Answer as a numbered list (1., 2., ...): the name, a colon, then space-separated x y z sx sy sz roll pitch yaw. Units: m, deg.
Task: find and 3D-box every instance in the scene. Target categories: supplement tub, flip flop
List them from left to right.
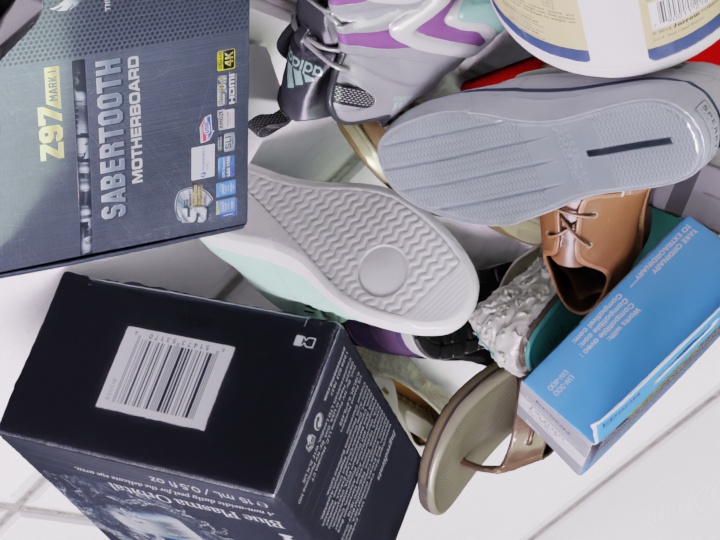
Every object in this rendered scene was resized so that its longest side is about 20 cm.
1. flip flop: 0.117 0.092 1.217 0.199 0.058 0.081 -37 146 -12
2. supplement tub: 0.114 -0.202 0.858 0.143 0.145 0.200 -21 146 3

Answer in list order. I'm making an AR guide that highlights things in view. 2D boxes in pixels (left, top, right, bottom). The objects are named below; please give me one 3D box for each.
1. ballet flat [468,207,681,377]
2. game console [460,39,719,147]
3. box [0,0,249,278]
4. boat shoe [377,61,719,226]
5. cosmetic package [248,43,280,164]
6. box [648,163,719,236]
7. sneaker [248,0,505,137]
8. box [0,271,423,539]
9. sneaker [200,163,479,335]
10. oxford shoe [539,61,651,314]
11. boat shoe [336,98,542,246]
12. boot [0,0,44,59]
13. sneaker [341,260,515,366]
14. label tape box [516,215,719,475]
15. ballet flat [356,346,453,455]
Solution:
1. ballet flat: 0.146 -0.012 1.196 0.200 0.072 0.072 -40 154 -24
2. game console: 0.187 -0.148 1.084 0.199 0.119 0.174 11 105 -37
3. box: -0.133 -0.102 0.892 0.156 0.051 0.202 -11 123 -22
4. boat shoe: 0.105 -0.070 0.961 0.198 0.067 0.074 0 119 35
5. cosmetic package: -0.147 -0.092 0.972 0.198 0.051 0.083 7 135 -32
6. box: 0.272 -0.022 1.121 0.155 0.199 0.042 16 97 -49
7. sneaker: -0.018 -0.128 0.935 0.140 0.078 0.199 -46 139 12
8. box: -0.087 0.111 1.148 0.195 0.118 0.200 10 155 24
9. sneaker: 0.000 0.000 1.079 0.074 0.199 0.118 -61 148 -11
10. oxford shoe: 0.132 -0.044 1.056 0.071 0.072 0.201 16 150 24
11. boat shoe: 0.066 -0.070 1.092 0.200 0.073 0.063 21 118 -44
12. boot: -0.161 -0.186 0.700 0.065 0.201 0.165 5 140 -31
13. sneaker: 0.062 0.028 1.244 0.087 0.077 0.199 -2 172 38
14. label tape box: 0.164 0.042 1.090 0.143 0.066 0.200 -44 167 -6
15. ballet flat: 0.021 0.095 1.303 0.067 0.063 0.199 -34 143 21
